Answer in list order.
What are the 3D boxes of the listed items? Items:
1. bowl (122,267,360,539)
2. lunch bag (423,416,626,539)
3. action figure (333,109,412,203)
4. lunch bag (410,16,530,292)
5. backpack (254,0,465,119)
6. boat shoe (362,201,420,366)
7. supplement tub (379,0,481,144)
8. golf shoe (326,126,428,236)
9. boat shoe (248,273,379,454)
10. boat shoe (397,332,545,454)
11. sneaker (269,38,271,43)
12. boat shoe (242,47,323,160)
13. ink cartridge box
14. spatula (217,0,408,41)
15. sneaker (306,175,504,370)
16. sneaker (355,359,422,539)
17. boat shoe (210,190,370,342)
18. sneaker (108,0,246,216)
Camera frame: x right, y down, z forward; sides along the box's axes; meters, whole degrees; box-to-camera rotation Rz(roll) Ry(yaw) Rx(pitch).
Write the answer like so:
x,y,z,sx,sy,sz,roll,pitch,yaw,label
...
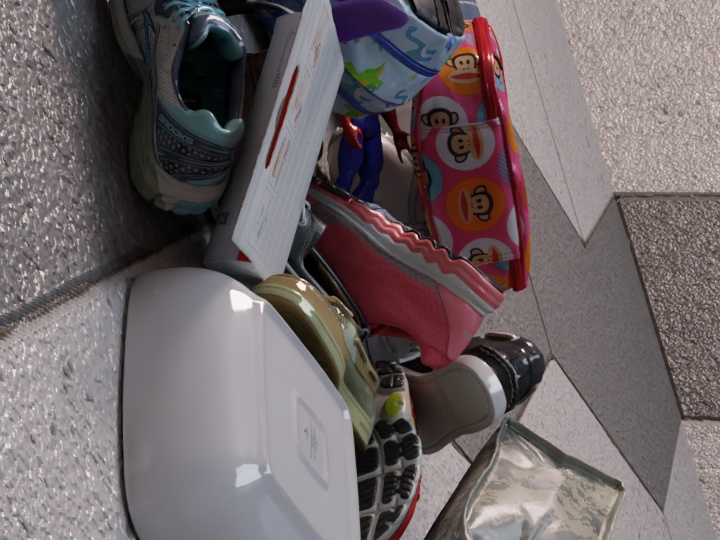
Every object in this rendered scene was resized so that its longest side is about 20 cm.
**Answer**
x,y,z,sx,sy,sz,roll,pitch,yaw,label
-0.059,0.109,1.099,0.200,0.074,0.201,56,23,-44,bowl
0.087,0.222,1.284,0.117,0.165,0.200,29,27,5,lunch bag
0.003,-0.104,1.469,0.065,0.051,0.203,1,91,-46,action figure
0.082,-0.092,1.500,0.176,0.081,0.202,-92,173,-67,lunch bag
-0.013,-0.205,1.327,0.200,0.154,0.163,40,10,20,backpack
0.033,0.036,1.458,0.074,0.066,0.201,-48,139,-21,boat shoe
0.048,-0.183,1.698,0.140,0.139,0.202,5,67,-74,supplement tub
0.023,-0.021,1.551,0.202,0.078,0.097,66,22,-15,golf shoe
-0.028,0.050,1.228,0.201,0.072,0.064,62,43,-55,boat shoe
0.068,0.085,1.407,0.074,0.060,0.200,61,-26,1,boat shoe
-0.054,-0.205,1.480,0.202,0.076,0.148,19,52,-72,sneaker
-0.057,-0.113,1.377,0.200,0.070,0.071,17,55,-73,boat shoe
-0.058,-0.080,1.152,0.200,0.047,0.162,63,43,-80,ink cartridge box
-0.057,-0.165,1.233,0.056,0.198,0.021,19,82,-53,spatula
0.000,0.000,1.345,0.199,0.087,0.074,30,-1,24,sneaker
0.019,0.143,1.339,0.201,0.076,0.086,-82,155,-59,sneaker
-0.056,-0.031,1.290,0.072,0.067,0.202,-65,133,-67,boat shoe
-0.100,-0.137,1.168,0.077,0.086,0.202,6,57,-29,sneaker
